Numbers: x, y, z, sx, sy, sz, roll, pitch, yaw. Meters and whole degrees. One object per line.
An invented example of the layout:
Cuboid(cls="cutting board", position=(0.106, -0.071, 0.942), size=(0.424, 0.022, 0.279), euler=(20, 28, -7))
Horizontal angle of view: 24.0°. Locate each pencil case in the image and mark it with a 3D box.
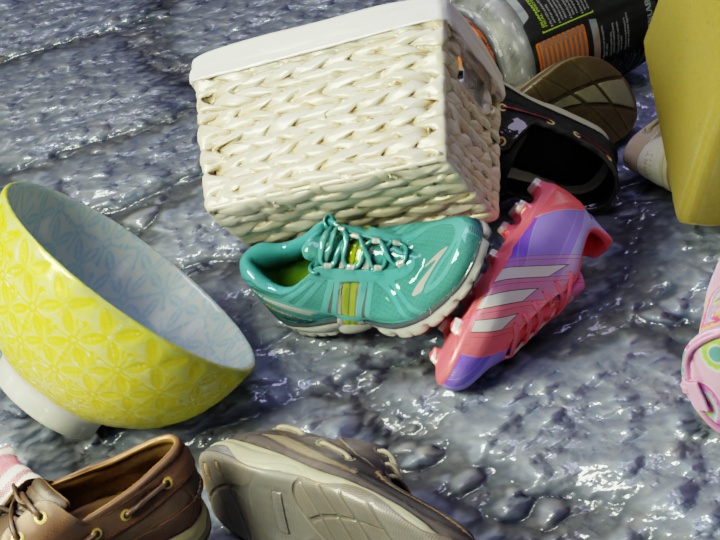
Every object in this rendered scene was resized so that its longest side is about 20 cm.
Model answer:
Cuboid(cls="pencil case", position=(0.259, 0.023, 1.082), size=(0.086, 0.088, 0.200), euler=(3, 31, 20))

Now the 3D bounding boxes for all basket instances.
Cuboid(cls="basket", position=(-0.007, -0.091, 1.185), size=(0.198, 0.135, 0.125), euler=(-10, 68, 21))

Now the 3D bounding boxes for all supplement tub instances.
Cuboid(cls="supplement tub", position=(0.152, -0.203, 1.466), size=(0.199, 0.124, 0.122), euler=(-24, 33, -28))

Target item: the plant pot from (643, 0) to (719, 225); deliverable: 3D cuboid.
Cuboid(cls="plant pot", position=(0.321, -0.172, 1.209), size=(0.193, 0.201, 0.196), euler=(-2, 52, -1))

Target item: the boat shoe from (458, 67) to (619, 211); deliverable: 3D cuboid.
Cuboid(cls="boat shoe", position=(0.106, -0.100, 1.290), size=(0.199, 0.074, 0.063), euler=(17, 29, -14))

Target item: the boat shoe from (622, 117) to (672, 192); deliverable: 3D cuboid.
Cuboid(cls="boat shoe", position=(0.289, -0.127, 1.354), size=(0.199, 0.073, 0.065), euler=(-35, 40, -30))

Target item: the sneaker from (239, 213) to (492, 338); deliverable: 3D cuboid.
Cuboid(cls="sneaker", position=(0.000, 0.000, 1.143), size=(0.198, 0.080, 0.078), euler=(-13, 51, 38))

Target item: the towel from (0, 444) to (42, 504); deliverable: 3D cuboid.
Cuboid(cls="towel", position=(-0.223, 0.173, 0.992), size=(0.145, 0.030, 0.199), euler=(-27, 36, -30))

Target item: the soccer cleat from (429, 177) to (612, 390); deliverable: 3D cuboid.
Cuboid(cls="soccer cleat", position=(0.112, 0.016, 1.158), size=(0.076, 0.067, 0.201), euler=(33, 47, 0))

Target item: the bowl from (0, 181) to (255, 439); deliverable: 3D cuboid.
Cuboid(cls="bowl", position=(-0.179, 0.044, 1.111), size=(0.108, 0.199, 0.200), euler=(-52, 31, 9))

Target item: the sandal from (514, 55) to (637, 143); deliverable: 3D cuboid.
Cuboid(cls="sandal", position=(0.139, -0.116, 1.382), size=(0.199, 0.081, 0.054), euler=(-29, 11, -23))

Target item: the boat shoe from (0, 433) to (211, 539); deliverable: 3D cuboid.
Cuboid(cls="boat shoe", position=(-0.179, 0.145, 0.938), size=(0.198, 0.068, 0.072), euler=(-19, 31, -24))

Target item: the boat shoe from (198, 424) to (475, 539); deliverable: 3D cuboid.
Cuboid(cls="boat shoe", position=(-0.006, 0.128, 0.974), size=(0.199, 0.075, 0.073), euler=(19, 39, 37))
